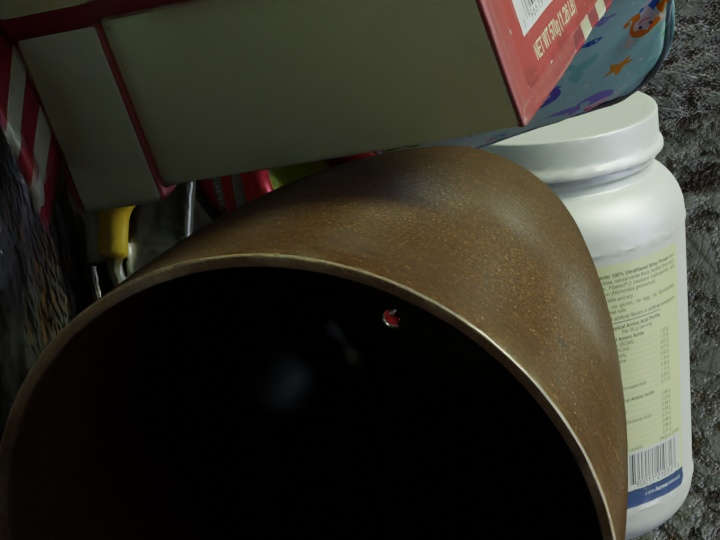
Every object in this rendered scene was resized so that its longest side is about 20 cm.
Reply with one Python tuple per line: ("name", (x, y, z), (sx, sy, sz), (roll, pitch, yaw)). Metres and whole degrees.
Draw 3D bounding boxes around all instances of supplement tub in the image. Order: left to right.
("supplement tub", (0.086, 0.020, 1.383), (0.145, 0.145, 0.201), (-77, 163, -72))

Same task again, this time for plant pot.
("plant pot", (0.007, 0.040, 0.911), (0.200, 0.186, 0.187), (-58, 138, -61))

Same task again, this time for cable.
("cable", (-0.088, 0.021, 1.025), (0.097, 0.050, 0.201), (113, -18, -73))

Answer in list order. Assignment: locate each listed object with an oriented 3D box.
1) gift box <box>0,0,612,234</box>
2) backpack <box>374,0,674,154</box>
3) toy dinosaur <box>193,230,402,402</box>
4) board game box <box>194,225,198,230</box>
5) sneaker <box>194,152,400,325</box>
("gift box", (-0.028, -0.118, 0.922), (0.185, 0.186, 0.200), (-47, 125, -57))
("backpack", (0.044, -0.131, 1.168), (0.200, 0.177, 0.151), (64, 7, -80))
("toy dinosaur", (-0.012, 0.054, 1.089), (0.102, 0.200, 0.136), (-36, 154, -38))
("board game box", (-0.033, 0.052, 1.318), (0.134, 0.034, 0.201), (-43, 122, -82))
("sneaker", (0.000, 0.000, 1.164), (0.200, 0.085, 0.077), (47, 63, -24))
